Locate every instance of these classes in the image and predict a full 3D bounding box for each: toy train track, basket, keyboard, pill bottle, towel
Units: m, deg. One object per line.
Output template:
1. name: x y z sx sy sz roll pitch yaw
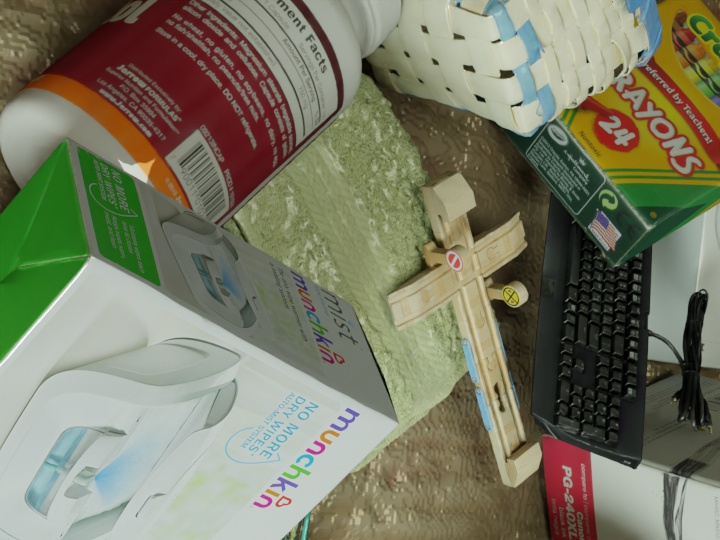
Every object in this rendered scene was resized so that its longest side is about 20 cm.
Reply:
1. toy train track: 0.079 0.039 0.913 0.115 0.032 0.201 -32 117 -34
2. basket: 0.095 -0.179 0.874 0.200 0.176 0.139 -48 135 -18
3. keyboard: 0.168 0.031 0.960 0.127 0.021 0.200 22 54 -16
4. pill bottle: -0.073 -0.095 0.779 0.200 0.113 0.113 -45 117 -28
5. towel: 0.000 0.000 0.888 0.148 0.036 0.200 -42 116 -29

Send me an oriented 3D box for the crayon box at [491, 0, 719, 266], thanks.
1. crayon box: 0.196 -0.100 0.989 0.200 0.051 0.127 -29 74 -34

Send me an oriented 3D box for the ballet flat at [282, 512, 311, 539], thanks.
1. ballet flat: -0.052 0.108 0.837 0.074 0.074 0.201 3 103 -38

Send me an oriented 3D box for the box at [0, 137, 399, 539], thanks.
1. box: -0.118 0.071 0.706 0.176 0.097 0.200 32 111 -34

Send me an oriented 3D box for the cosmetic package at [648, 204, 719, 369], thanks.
1. cosmetic package: 0.287 -0.001 1.102 0.200 0.052 0.151 8 90 -38

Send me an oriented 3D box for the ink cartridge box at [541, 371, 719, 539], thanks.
1. ink cartridge box: 0.236 0.137 0.969 0.145 0.200 0.084 -16 108 -36
